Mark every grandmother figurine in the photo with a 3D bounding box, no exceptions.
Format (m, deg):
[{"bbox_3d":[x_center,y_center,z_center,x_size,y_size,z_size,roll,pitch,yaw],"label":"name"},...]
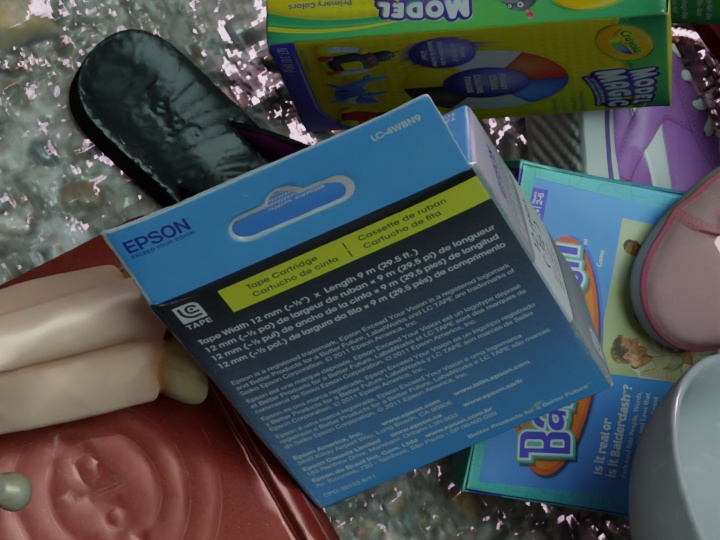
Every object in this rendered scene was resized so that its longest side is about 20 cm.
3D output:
[{"bbox_3d":[-0.165,0.039,1.010,0.200,0.061,0.121,-16,72,-31],"label":"grandmother figurine"}]

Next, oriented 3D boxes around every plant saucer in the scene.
[{"bbox_3d":[-0.114,0.095,1.068,0.200,0.037,0.200,-28,87,-29],"label":"plant saucer"}]

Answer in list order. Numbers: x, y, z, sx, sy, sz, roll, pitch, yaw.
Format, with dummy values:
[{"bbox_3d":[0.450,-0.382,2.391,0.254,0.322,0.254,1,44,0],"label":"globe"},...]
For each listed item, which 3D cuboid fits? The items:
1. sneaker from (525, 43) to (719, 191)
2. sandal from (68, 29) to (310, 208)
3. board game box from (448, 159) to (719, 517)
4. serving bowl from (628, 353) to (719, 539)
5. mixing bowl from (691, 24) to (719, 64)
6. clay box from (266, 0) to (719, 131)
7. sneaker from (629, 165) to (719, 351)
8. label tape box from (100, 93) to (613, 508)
[{"bbox_3d":[0.141,-0.082,1.230,0.114,0.073,0.201,6,83,-25],"label":"sneaker"},{"bbox_3d":[-0.044,-0.034,1.135,0.200,0.048,0.075,37,62,-10],"label":"sandal"},{"bbox_3d":[0.151,0.040,1.152,0.199,0.045,0.152,11,92,-8],"label":"board game box"},{"bbox_3d":[0.182,0.135,1.061,0.200,0.066,0.200,31,35,-25],"label":"serving bowl"},{"bbox_3d":[0.225,-0.132,1.233,0.108,0.200,0.200,-38,92,4],"label":"mixing bowl"},{"bbox_3d":[0.065,-0.107,1.123,0.199,0.115,0.048,-3,73,7],"label":"clay box"},{"bbox_3d":[0.212,-0.026,1.081,0.200,0.105,0.075,-26,96,-2],"label":"sneaker"},{"bbox_3d":[0.000,0.000,1.035,0.200,0.143,0.066,55,17,-43],"label":"label tape box"}]
